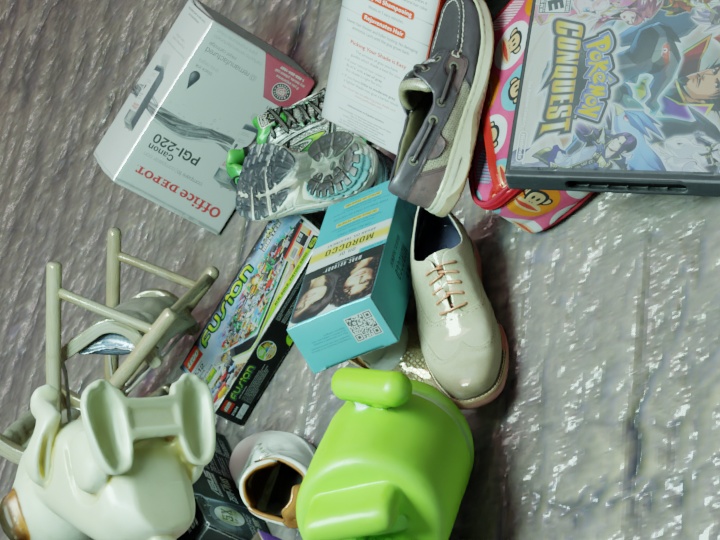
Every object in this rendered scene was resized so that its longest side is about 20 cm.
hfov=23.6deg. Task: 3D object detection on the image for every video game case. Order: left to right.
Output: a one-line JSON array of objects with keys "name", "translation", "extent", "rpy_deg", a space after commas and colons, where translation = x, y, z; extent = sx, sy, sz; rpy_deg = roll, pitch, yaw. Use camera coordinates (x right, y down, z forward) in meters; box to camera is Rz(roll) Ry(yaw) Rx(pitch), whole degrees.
[{"name": "video game case", "translation": [0.211, -0.149, 1.295], "extent": [0.180, 0.026, 0.201], "rpy_deg": [3, 64, 17]}]

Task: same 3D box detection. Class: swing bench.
[{"name": "swing bench", "translation": [-0.245, 0.085, 1.675], "extent": [0.199, 0.129, 0.201], "rpy_deg": [-55, -13, -75]}]

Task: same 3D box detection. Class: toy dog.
[{"name": "toy dog", "translation": [-0.227, 0.187, 1.516], "extent": [0.200, 0.139, 0.195], "rpy_deg": [-20, 86, 44]}]

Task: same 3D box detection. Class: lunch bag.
[{"name": "lunch bag", "translation": [0.147, -0.135, 1.423], "extent": [0.176, 0.082, 0.201], "rpy_deg": [-42, 37, 36]}]

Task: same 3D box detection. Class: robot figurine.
[{"name": "robot figurine", "translation": [0.021, 0.157, 1.298], "extent": [0.115, 0.176, 0.200], "rpy_deg": [-16, 19, 21]}]

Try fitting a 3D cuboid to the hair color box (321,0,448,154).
[{"name": "hair color box", "translation": [0.035, -0.213, 1.534], "extent": [0.101, 0.061, 0.201], "rpy_deg": [29, 126, 24]}]

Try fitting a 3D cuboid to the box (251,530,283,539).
[{"name": "box", "translation": [-0.108, 0.338, 1.452], "extent": [0.200, 0.039, 0.137], "rpy_deg": [-54, 36, 12]}]

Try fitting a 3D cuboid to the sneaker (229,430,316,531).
[{"name": "sneaker", "translation": [-0.077, 0.175, 1.497], "extent": [0.200, 0.084, 0.073], "rpy_deg": [19, 83, 59]}]

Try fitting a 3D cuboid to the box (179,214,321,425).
[{"name": "box", "translation": [-0.095, 0.039, 1.670], "extent": [0.200, 0.035, 0.110], "rpy_deg": [-59, 32, 5]}]

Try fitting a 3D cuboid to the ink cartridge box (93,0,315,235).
[{"name": "ink cartridge box", "translation": [-0.165, -0.160, 1.816], "extent": [0.200, 0.145, 0.085], "rpy_deg": [-56, 33, 10]}]

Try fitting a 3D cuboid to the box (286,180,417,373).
[{"name": "box", "translation": [0.000, 0.000, 1.457], "extent": [0.082, 0.049, 0.200], "rpy_deg": [-22, 26, 22]}]

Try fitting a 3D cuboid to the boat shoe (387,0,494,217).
[{"name": "boat shoe", "translation": [0.063, -0.144, 1.422], "extent": [0.072, 0.065, 0.201], "rpy_deg": [147, 137, -63]}]

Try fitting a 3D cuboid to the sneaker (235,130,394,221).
[{"name": "sneaker", "translation": [-0.041, -0.077, 1.635], "extent": [0.200, 0.086, 0.078], "rpy_deg": [-2, 74, 49]}]

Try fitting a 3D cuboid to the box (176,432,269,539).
[{"name": "box", "translation": [-0.177, 0.250, 1.578], "extent": [0.164, 0.086, 0.200], "rpy_deg": [-53, 33, 13]}]

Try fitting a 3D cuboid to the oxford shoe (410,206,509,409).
[{"name": "oxford shoe", "translation": [0.069, 0.025, 1.393], "extent": [0.071, 0.074, 0.200], "rpy_deg": [-22, 43, 7]}]

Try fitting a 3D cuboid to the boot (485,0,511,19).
[{"name": "boot", "translation": [0.059, -0.258, 1.567], "extent": [0.200, 0.138, 0.078], "rpy_deg": [4, 52, 54]}]

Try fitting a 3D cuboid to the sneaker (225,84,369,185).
[{"name": "sneaker", "translation": [-0.054, -0.135, 1.698], "extent": [0.200, 0.085, 0.078], "rpy_deg": [-42, 37, 27]}]

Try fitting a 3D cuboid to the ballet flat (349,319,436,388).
[{"name": "ballet flat", "translation": [0.007, 0.060, 1.479], "extent": [0.200, 0.065, 0.071], "rpy_deg": [21, 83, 58]}]
